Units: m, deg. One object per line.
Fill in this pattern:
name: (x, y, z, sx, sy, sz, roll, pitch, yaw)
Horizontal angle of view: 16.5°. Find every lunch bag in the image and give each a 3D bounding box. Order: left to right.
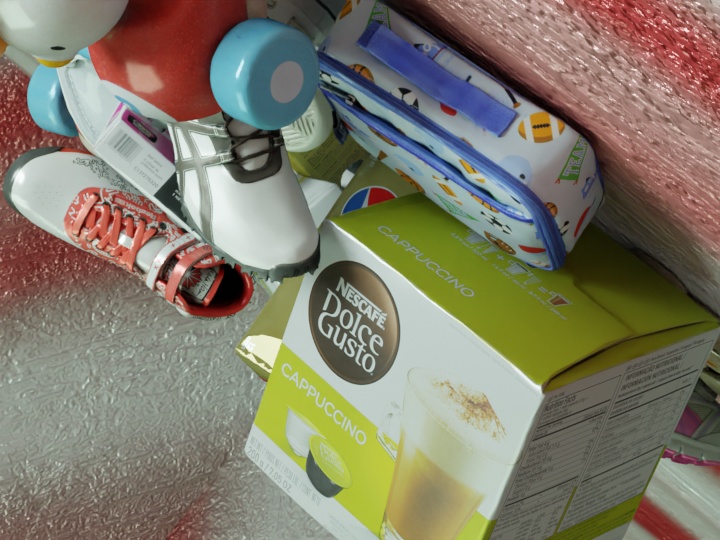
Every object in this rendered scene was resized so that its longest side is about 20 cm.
lunch bag: (0.055, -0.089, 1.542, 0.200, 0.076, 0.160, 34, 173, 20)

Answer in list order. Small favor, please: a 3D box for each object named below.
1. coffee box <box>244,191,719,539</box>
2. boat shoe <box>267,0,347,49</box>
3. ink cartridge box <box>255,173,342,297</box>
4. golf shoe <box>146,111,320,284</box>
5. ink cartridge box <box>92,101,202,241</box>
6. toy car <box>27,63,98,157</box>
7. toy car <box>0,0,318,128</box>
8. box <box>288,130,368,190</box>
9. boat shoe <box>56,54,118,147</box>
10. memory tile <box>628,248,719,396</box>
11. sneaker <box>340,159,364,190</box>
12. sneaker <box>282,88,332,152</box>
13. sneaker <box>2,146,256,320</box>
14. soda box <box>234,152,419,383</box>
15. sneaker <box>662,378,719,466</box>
coffee box: (0.078, 0.076, 1.632, 0.199, 0.199, 0.199, 39, -145, 29)
boat shoe: (-0.057, -0.178, 1.606, 0.073, 0.067, 0.200, 36, 173, 32)
ink cartridge box: (-0.022, 0.007, 1.906, 0.145, 0.083, 0.200, 49, 175, -10)
golf shoe: (-0.082, -0.087, 1.554, 0.201, 0.077, 0.095, 59, 151, 19)
ink cartridge box: (-0.118, -0.098, 1.685, 0.095, 0.037, 0.200, 40, -159, -12)
toy car: (-0.153, -0.198, 1.843, 0.184, 0.177, 0.201, 18, 133, 38)
toy car: (-0.156, -0.158, 1.418, 0.184, 0.199, 0.178, 24, 124, 45)
box: (-0.007, -0.087, 1.979, 0.050, 0.075, 0.200, 36, 175, 44)
boat shoe: (-0.196, -0.176, 1.741, 0.072, 0.070, 0.202, -39, -60, -72)
memory tile: (0.234, 0.045, 1.756, 0.200, 0.017, 0.153, 41, 174, -20)
sneaker: (0.061, -0.016, 1.861, 0.200, 0.077, 0.076, 32, -174, -28)
sneaker: (-0.077, -0.168, 1.721, 0.200, 0.075, 0.084, 50, -148, 12)
sneaker: (-0.166, -0.026, 1.861, 0.201, 0.067, 0.108, 27, -172, -36)
soda box: (0.000, 0.000, 1.728, 0.064, 0.201, 0.068, 30, 171, 26)
sneaker: (0.230, 0.094, 1.873, 0.199, 0.089, 0.081, 17, 174, -6)
